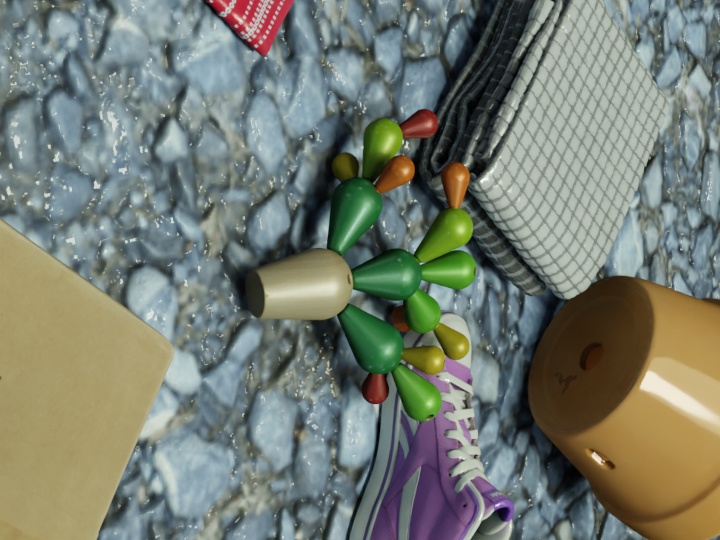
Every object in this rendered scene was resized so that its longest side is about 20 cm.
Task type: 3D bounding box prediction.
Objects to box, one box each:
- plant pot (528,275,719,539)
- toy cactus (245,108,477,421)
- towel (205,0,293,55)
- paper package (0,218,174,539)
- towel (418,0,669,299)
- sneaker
[{"bbox_3d":[0.227,0.096,1.116,0.139,0.199,0.202,31,69,-28],"label":"plant pot"},{"bbox_3d":[0.000,0.000,0.931,0.163,0.102,0.203,-8,101,-29],"label":"toy cactus"},{"bbox_3d":[-0.085,-0.249,0.852,0.200,0.022,0.146,46,60,-40],"label":"towel"},{"bbox_3d":[-0.214,0.067,0.666,0.200,0.102,0.193,40,65,-43],"label":"paper package"},{"bbox_3d":[0.137,-0.103,1.071,0.166,0.085,0.202,44,62,-39],"label":"towel"},{"bbox_3d":[0.069,0.128,0.984,0.072,0.113,0.204,25,73,-44],"label":"sneaker"}]
